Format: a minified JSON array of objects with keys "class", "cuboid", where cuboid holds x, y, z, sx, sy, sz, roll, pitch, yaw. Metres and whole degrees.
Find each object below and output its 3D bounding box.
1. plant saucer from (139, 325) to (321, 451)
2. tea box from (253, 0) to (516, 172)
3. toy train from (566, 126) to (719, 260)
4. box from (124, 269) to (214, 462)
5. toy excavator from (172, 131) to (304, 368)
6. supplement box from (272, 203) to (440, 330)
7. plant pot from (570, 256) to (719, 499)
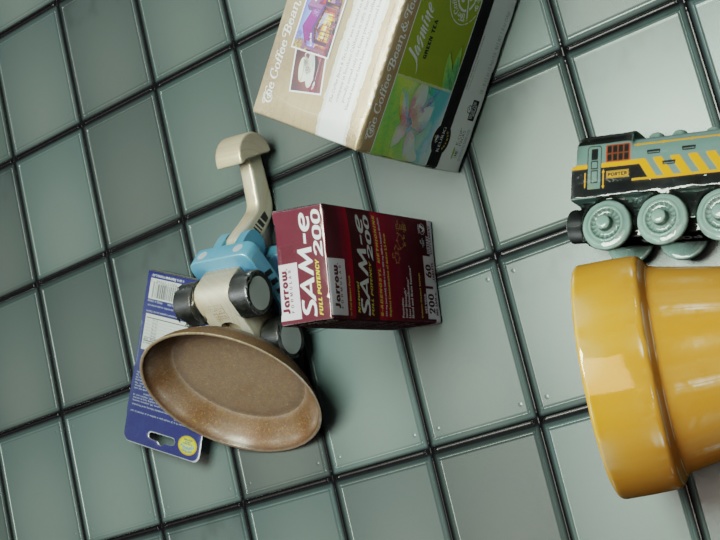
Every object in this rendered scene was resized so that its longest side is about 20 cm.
[{"class":"plant saucer","cuboid":[-0.132,0.118,1.374,0.200,0.200,0.037,-10,43,33]},{"class":"tea box","cuboid":[0.028,-0.214,1.253,0.134,0.197,0.200,24,101,32]},{"class":"toy train","cuboid":[0.276,-0.070,1.155,0.200,0.085,0.114,-5,75,33]},{"class":"box","cuboid":[-0.204,0.107,1.487,0.121,0.032,0.200,12,92,34]},{"class":"toy excavator","cuboid":[-0.120,-0.022,1.405,0.100,0.200,0.195,-12,125,32]},{"class":"supplement box","cuboid":[0.000,0.000,1.257,0.061,0.200,0.109,-10,82,32]},{"class":"plant pot","cuboid":[0.287,0.075,1.084,0.183,0.200,0.200,-13,80,17]}]
